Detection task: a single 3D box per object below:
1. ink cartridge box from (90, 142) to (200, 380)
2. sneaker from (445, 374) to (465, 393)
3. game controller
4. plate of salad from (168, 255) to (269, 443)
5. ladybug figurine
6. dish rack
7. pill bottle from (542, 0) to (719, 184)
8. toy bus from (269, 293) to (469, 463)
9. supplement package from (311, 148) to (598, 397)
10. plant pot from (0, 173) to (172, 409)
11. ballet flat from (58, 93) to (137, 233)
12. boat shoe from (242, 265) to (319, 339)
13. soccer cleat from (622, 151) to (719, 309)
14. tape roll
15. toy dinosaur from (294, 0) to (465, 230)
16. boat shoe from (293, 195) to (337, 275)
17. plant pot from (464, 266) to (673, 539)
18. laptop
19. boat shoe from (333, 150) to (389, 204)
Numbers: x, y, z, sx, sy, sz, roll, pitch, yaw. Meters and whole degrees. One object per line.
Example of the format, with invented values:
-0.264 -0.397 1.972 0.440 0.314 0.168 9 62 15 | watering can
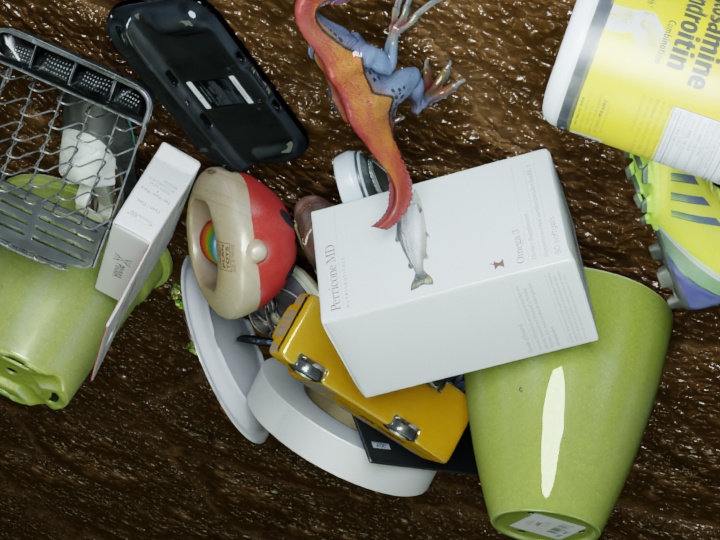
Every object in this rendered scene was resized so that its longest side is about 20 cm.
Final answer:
-0.218 -0.005 1.463 0.045 0.176 0.200 29 158 -4 | ink cartridge box
0.100 0.091 1.462 0.200 0.082 0.070 19 118 -36 | sneaker
-0.124 -0.154 1.307 0.104 0.042 0.200 -11 140 26 | game controller
-0.141 0.081 1.573 0.048 0.200 0.200 -21 138 11 | plate of salad
-0.105 -0.026 1.411 0.072 0.136 0.200 -6 -168 -17 | ladybug figurine
-0.271 -0.099 1.376 0.153 0.055 0.200 24 110 4 | dish rack
0.226 -0.116 1.012 0.199 0.112 0.112 20 153 6 | pill bottle
0.008 0.094 1.385 0.200 0.065 0.078 34 168 -23 | toy bus
0.074 0.004 1.258 0.199 0.117 0.117 -15 142 10 | supplement package
-0.320 0.034 1.623 0.200 0.185 0.201 18 152 10 | plant pot
-0.241 -0.096 1.456 0.068 0.069 0.200 18 152 13 | ballet flat
-0.075 0.034 1.490 0.072 0.065 0.200 53 168 -20 | boat shoe
0.252 -0.047 1.192 0.083 0.065 0.200 -17 136 10 | soccer cleat
-0.015 0.149 1.528 0.202 0.037 0.203 26 -168 -6 | tape roll
0.008 -0.141 1.110 0.105 0.201 0.181 -10 173 24 | toy dinosaur
0.000 0.000 1.424 0.070 0.070 0.200 47 173 38 | boat shoe
0.169 0.126 1.353 0.187 0.201 0.187 7 154 4 | plant pot
0.001 0.130 1.532 0.200 0.104 0.177 4 173 42 | laptop
0.044 -0.043 1.349 0.071 0.072 0.200 -19 142 19 | boat shoe
